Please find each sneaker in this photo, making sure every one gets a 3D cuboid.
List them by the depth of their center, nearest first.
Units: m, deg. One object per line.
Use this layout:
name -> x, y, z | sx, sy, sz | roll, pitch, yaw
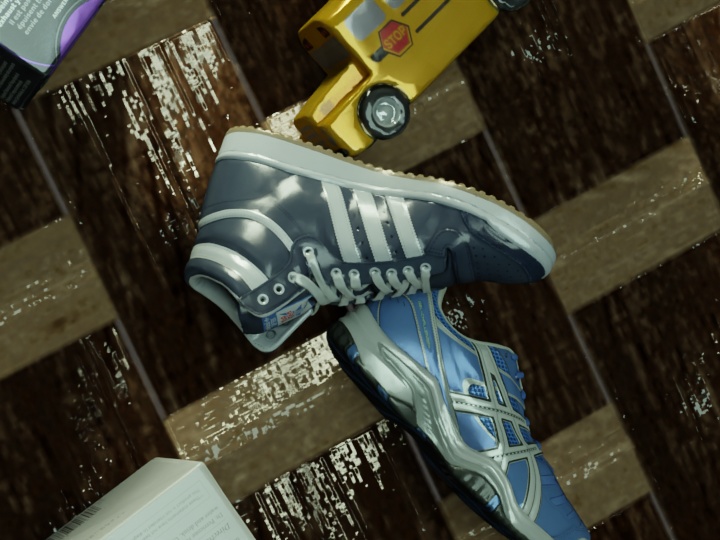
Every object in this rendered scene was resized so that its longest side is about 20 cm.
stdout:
sneaker -> 0.000, 0.000, 1.085 | 0.198, 0.070, 0.109 | 17, 68, 12
sneaker -> 0.071, 0.086, 1.130 | 0.077, 0.076, 0.200 | -42, 100, -11

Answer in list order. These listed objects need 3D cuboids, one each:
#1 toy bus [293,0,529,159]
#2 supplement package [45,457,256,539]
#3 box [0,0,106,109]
toy bus -> 0.034, -0.151, 1.139 | 0.078, 0.065, 0.200 | 46, 75, -9
supplement package -> -0.087, 0.215, 1.050 | 0.121, 0.120, 0.201 | -35, 97, -17
box -> -0.218, -0.197, 1.042 | 0.199, 0.106, 0.123 | 38, 75, -11
